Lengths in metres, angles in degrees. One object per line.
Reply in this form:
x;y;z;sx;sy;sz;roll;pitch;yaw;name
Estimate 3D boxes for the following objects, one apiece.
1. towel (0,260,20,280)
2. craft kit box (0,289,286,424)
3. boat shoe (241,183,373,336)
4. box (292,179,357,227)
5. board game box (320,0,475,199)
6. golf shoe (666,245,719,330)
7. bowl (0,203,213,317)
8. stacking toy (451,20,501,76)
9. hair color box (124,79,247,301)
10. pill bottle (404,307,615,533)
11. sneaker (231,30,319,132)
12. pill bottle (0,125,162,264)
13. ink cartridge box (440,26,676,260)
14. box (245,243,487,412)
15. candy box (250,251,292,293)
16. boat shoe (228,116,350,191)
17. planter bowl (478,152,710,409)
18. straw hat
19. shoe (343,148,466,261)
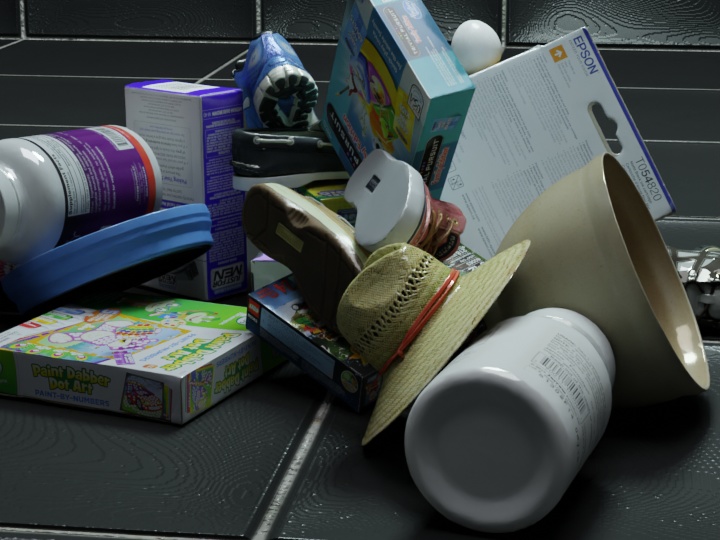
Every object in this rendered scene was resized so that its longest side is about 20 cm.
-0.348;-0.004;1.716;0.199;0.030;0.146;-5;8;35;towel
-0.185;0.068;1.484;0.196;0.049;0.200;9;17;22;craft kit box
-0.016;-0.012;1.448;0.076;0.072;0.200;-1;36;-39;boat shoe
-0.004;-0.066;1.702;0.117;0.049;0.200;-6;17;-16;box
0.028;-0.143;1.559;0.047;0.200;0.151;-16;58;-22;board game box
0.295;0.016;1.614;0.199;0.078;0.094;-9;17;-26;golf shoe
-0.227;-0.006;1.620;0.200;0.040;0.201;-21;-4;-1;bowl
0.137;-0.144;1.708;0.145;0.201;0.146;-18;6;2;stacking toy
-0.169;-0.080;1.732;0.109;0.201;0.065;12;17;39;hair color box
0.113;0.094;1.233;0.114;0.115;0.200;5;16;19;pill bottle
-0.080;-0.167;1.742;0.078;0.090;0.200;-15;-25;-12;sneaker
-0.279;-0.068;1.611;0.112;0.113;0.200;9;14;32;pill bottle
0.158;-0.096;1.628;0.199;0.200;0.041;-23;-10;-7;ink cartridge box
0.023;0.030;1.481;0.136;0.038;0.200;33;43;33;box
0.000;0.000;1.684;0.167;0.072;0.200;2;15;10;candy box
-0.030;-0.118;1.692;0.199;0.061;0.075;-12;17;-32;boat shoe
0.174;0.026;1.402;0.134;0.201;0.200;-25;7;18;planter bowl
0.030;0.029;1.303;0.085;0.201;0.201;39;18;-1;straw hat
0.046;-0.039;1.434;0.091;0.072;0.200;35;8;-15;shoe
